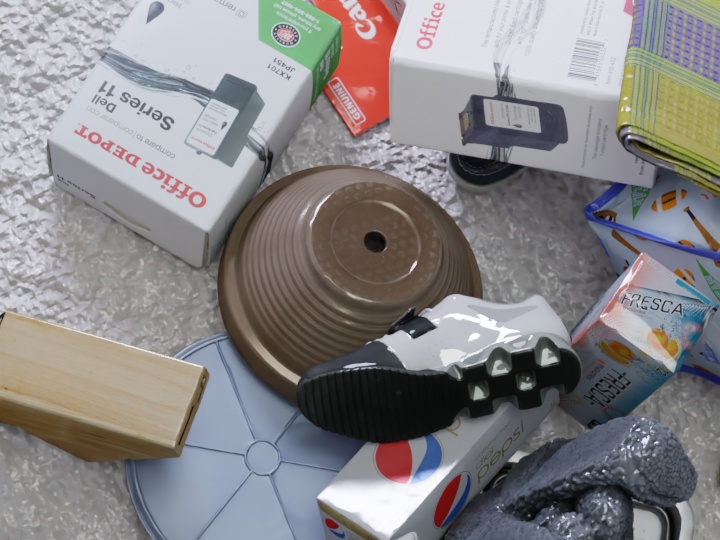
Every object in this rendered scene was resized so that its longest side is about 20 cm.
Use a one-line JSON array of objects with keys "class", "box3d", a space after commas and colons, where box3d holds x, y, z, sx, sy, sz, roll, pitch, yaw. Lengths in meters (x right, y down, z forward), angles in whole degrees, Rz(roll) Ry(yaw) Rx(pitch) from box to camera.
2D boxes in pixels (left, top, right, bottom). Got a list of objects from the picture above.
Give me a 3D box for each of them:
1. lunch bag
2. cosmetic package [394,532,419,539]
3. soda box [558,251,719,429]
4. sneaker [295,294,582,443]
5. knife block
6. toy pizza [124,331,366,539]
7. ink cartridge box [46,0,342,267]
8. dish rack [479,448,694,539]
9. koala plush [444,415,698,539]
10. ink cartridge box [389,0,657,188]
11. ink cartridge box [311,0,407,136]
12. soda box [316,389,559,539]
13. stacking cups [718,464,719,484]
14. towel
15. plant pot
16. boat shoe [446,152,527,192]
[{"class": "lunch bag", "box3d": [0.288, 0.004, 1.613, 0.124, 0.200, 0.170, -45, 126, -16]}, {"class": "cosmetic package", "box3d": [0.037, 0.290, 1.521, 0.105, 0.071, 0.201, -27, 113, 7]}, {"class": "soda box", "box3d": [0.188, 0.056, 1.610, 0.068, 0.200, 0.064, 35, 72, 2]}, {"class": "sneaker", "box3d": [0.049, 0.062, 1.579, 0.199, 0.074, 0.089, -8, 42, -6]}, {"class": "knife block", "box3d": [-0.227, 0.071, 1.567, 0.175, 0.200, 0.064, 30, 69, -29]}, {"class": "toy pizza", "box3d": [-0.073, 0.140, 1.636, 0.199, 0.032, 0.201, 4, 70, -9]}, {"class": "ink cartridge box", "box3d": [-0.125, -0.126, 1.682, 0.146, 0.083, 0.201, 29, 72, 5]}, {"class": "dish rack", "box3d": [0.147, 0.241, 1.631, 0.171, 0.044, 0.201, 13, 72, -5]}, {"class": "koala plush", "box3d": [0.171, 0.231, 1.551, 0.200, 0.184, 0.178, 48, 60, -14]}, {"class": "ink cartridge box", "box3d": [0.130, -0.152, 1.638, 0.199, 0.085, 0.145, 11, 45, 8]}, {"class": "ink cartridge box", "box3d": [0.017, -0.231, 1.759, 0.173, 0.044, 0.200, -31, 79, -17]}, {"class": "soda box", "box3d": [0.058, 0.128, 1.605, 0.068, 0.064, 0.200, 29, 61, 28]}, {"class": "stacking cups", "box3d": [0.371, 0.166, 1.685, 0.199, 0.061, 0.061, 19, 71, -7]}, {"class": "towel", "box3d": [0.246, -0.127, 1.562, 0.143, 0.023, 0.201, 22, 45, -11]}, {"class": "plant pot", "box3d": [0.000, 0.000, 1.641, 0.200, 0.093, 0.202, 6, 64, -11]}, {"class": "boat shoe", "box3d": [0.141, -0.144, 1.738, 0.075, 0.062, 0.200, 44, 72, 8]}]
